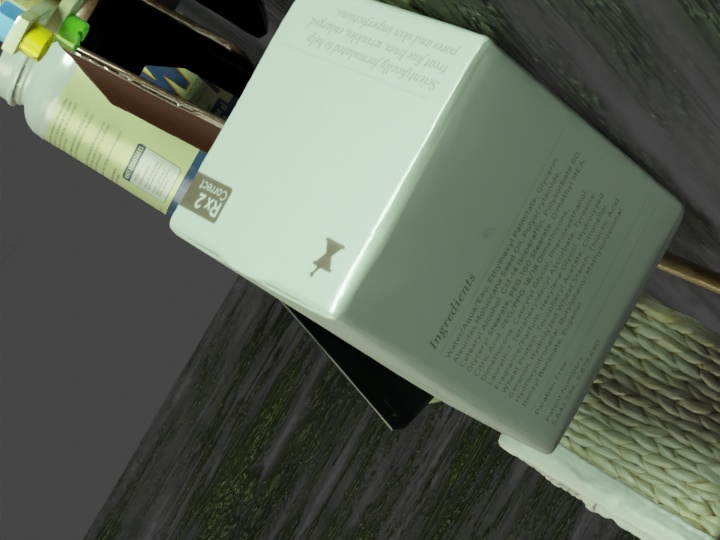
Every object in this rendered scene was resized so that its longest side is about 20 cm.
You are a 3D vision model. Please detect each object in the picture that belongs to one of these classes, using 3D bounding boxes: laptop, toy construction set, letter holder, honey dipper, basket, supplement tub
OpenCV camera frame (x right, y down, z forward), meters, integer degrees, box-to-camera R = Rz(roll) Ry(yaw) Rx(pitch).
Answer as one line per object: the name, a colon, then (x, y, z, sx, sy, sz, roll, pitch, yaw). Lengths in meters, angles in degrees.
laptop: (0.000, 0.000, 1.200, 0.178, 0.103, 0.200, 50, 180, -3)
toy construction set: (-0.170, -0.175, 1.012, 0.092, 0.132, 0.200, 32, 176, -16)
letter holder: (-0.099, -0.140, 1.186, 0.141, 0.101, 0.200, 29, 176, 3)
honey dipper: (0.204, 0.002, 1.103, 0.199, 0.038, 0.038, 26, 174, 33)
basket: (0.249, 0.135, 1.392, 0.199, 0.162, 0.198, 28, 175, 33)
supplement tub: (-0.175, -0.141, 1.418, 0.199, 0.146, 0.145, 31, 176, -3)

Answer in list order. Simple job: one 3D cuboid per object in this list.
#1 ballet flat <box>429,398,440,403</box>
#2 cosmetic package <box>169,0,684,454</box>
ballet flat: (-0.005, 0.014, 1.257, 0.201, 0.067, 0.062, 55, -161, 11)
cosmetic package: (0.038, -0.029, 1.000, 0.200, 0.166, 0.164, 34, 175, -41)
